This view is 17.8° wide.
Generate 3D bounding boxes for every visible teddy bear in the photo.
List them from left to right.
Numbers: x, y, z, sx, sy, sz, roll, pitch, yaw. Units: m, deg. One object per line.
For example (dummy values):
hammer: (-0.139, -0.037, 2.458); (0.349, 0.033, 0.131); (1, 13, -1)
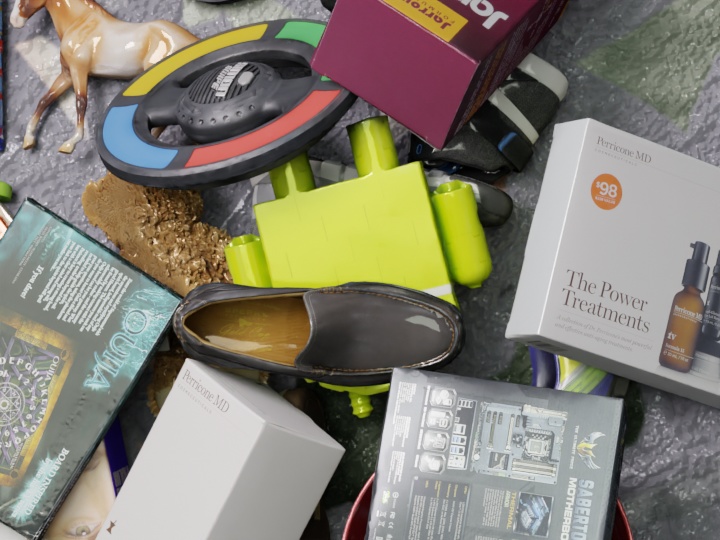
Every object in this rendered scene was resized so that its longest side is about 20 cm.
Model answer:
teddy bear: (-0.130, 0.015, 1.668); (0.145, 0.067, 0.201); (-46, 69, 28)

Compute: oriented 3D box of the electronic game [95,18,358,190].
electronic game: (-0.090, -0.118, 1.607); (0.198, 0.042, 0.201); (-14, 31, 9)

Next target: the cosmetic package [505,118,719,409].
cosmetic package: (0.208, 0.000, 1.567); (0.199, 0.052, 0.152); (18, 78, -24)

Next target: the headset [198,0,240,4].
headset: (-0.081, -0.294, 1.737); (0.123, 0.094, 0.200); (40, 103, 11)

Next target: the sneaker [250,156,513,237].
sneaker: (0.010, -0.017, 1.657); (0.198, 0.075, 0.117); (7, 86, 21)

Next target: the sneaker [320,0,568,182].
sneaker: (0.039, -0.134, 1.667); (0.199, 0.073, 0.112); (27, 82, 13)

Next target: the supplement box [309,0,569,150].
supplement box: (0.068, -0.187, 1.584); (0.110, 0.086, 0.200); (34, 46, 8)

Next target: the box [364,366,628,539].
box: (0.083, 0.172, 1.497); (0.156, 0.051, 0.202); (7, 79, 12)

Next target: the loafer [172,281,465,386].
loafer: (-0.029, 0.044, 1.546); (0.198, 0.072, 0.074); (-1, 91, 4)

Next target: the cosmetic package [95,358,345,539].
cosmetic package: (-0.108, 0.177, 1.575); (0.107, 0.084, 0.201); (32, 98, 47)

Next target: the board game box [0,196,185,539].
board game box: (-0.227, 0.070, 1.604); (0.135, 0.028, 0.201); (33, 91, 3)

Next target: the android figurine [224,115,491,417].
android figurine: (0.000, 0.000, 1.597); (0.181, 0.041, 0.202); (-16, 93, 6)

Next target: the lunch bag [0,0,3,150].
lunch bag: (-0.378, -0.163, 1.752); (0.198, 0.094, 0.152); (-5, 80, 19)

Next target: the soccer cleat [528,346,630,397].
soccer cleat: (0.157, 0.021, 1.614); (0.083, 0.065, 0.202); (15, 83, -7)

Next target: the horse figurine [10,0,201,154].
horse figurine: (-0.174, -0.146, 1.723); (0.198, 0.050, 0.134); (10, 83, 13)

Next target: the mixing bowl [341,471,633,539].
mixing bowl: (0.092, 0.206, 1.570); (0.198, 0.108, 0.202); (-2, 79, 10)

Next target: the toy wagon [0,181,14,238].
toy wagon: (-0.295, 0.009, 1.718); (0.198, 0.040, 0.157); (2, 79, 11)

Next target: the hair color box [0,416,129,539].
hair color box: (-0.230, 0.115, 1.650); (0.108, 0.065, 0.202); (-12, 91, 6)

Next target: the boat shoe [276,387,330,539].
boat shoe: (-0.065, 0.186, 1.632); (0.076, 0.072, 0.202); (-7, 68, 22)
